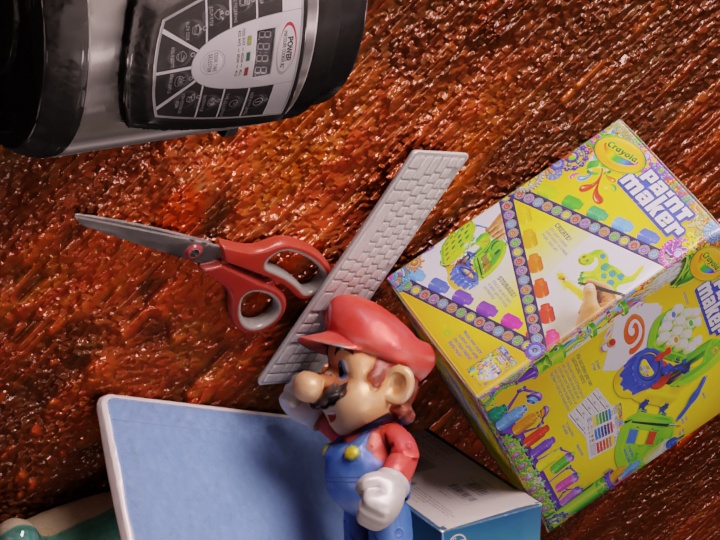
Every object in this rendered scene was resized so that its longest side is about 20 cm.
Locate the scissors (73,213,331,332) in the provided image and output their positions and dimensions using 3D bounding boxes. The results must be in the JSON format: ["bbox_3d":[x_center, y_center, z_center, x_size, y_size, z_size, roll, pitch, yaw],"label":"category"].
[{"bbox_3d":[-0.090,-0.016,1.213,0.073,0.014,0.200,-40,141,11],"label":"scissors"}]

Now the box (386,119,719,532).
[{"bbox_3d":[0.153,0.042,1.352,0.193,0.122,0.200,-34,142,-3],"label":"box"}]

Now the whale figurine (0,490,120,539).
[{"bbox_3d":[-0.183,0.211,1.313,0.200,0.104,0.159,-37,142,4],"label":"whale figurine"}]

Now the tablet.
[{"bbox_3d":[-0.081,0.149,1.304,0.200,0.130,0.014,10,144,-41],"label":"tablet"}]

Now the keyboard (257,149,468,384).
[{"bbox_3d":[0.000,0.000,1.283,0.056,0.011,0.200,-7,138,-54],"label":"keyboard"}]

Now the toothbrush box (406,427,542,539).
[{"bbox_3d":[0.049,0.233,1.388,0.085,0.146,0.200,-10,111,-29],"label":"toothbrush box"}]

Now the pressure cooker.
[{"bbox_3d":[-0.086,-0.152,0.941,0.200,0.179,0.176,-11,180,-27],"label":"pressure cooker"}]

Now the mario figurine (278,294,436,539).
[{"bbox_3d":[-0.013,0.115,1.263,0.123,0.200,0.106,-4,175,29],"label":"mario figurine"}]
